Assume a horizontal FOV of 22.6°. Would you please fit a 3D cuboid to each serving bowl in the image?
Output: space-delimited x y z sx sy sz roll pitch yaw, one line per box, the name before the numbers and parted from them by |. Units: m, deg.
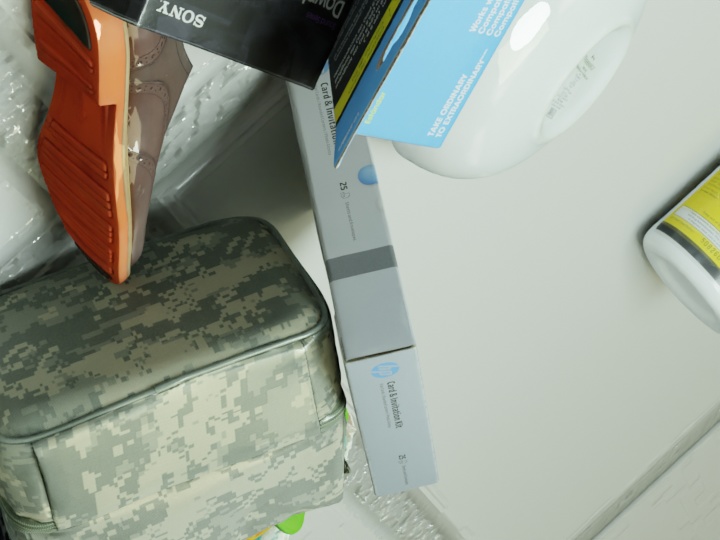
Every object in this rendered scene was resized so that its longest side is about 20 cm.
serving bowl | 0.106 -0.127 1.049 0.200 0.066 0.200 -43 162 -18

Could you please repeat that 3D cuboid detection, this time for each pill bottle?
pill bottle | 0.330 -0.050 1.432 0.200 0.112 0.112 -42 151 -3

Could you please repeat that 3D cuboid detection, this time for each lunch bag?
lunch bag | -0.108 0.087 0.967 0.199 0.139 0.168 -20 126 -14

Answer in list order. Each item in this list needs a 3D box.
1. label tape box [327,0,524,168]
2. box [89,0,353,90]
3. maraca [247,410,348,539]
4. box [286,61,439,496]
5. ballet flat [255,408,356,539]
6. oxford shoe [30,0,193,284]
label tape box | 0.041 -0.140 0.862 0.063 0.200 0.145 22 118 -16
box | -0.030 -0.190 0.818 0.143 0.036 0.201 11 106 -57
maraca | -0.079 0.113 1.120 0.200 0.107 0.138 4 104 -50
box | 0.000 0.000 0.991 0.041 0.201 0.156 -13 147 -1
ballet flat | -0.069 0.155 1.259 0.072 0.072 0.200 5 127 -54
oxford shoe | -0.112 -0.074 0.882 0.072 0.071 0.200 -31 149 -31
